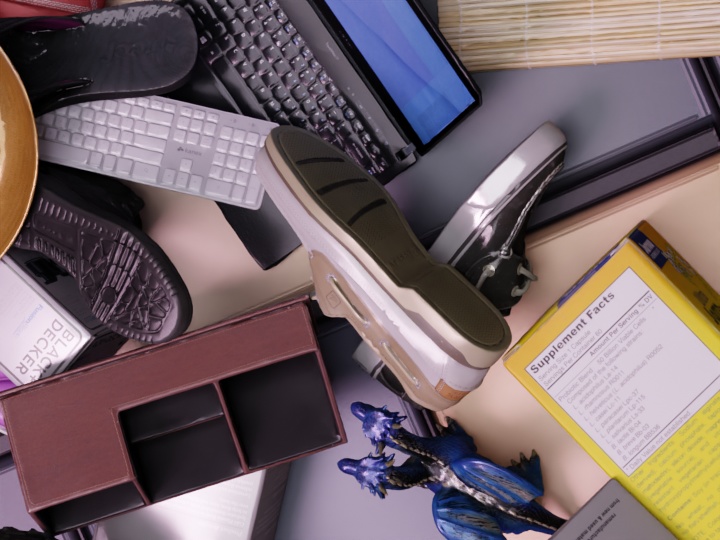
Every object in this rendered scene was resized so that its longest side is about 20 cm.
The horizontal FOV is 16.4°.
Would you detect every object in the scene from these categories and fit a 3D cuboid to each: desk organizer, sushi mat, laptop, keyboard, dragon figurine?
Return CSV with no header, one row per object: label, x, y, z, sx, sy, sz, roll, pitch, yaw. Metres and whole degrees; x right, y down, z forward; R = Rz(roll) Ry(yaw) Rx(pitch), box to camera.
desk organizer,-0.112,0.090,1.513,0.199,0.072,0.077,-18,70,-2
sushi mat,0.144,-0.174,1.536,0.199,0.012,0.096,-3,95,13
laptop,-0.043,-0.121,1.537,0.200,0.103,0.178,-35,88,14
keyboard,-0.152,-0.086,1.552,0.199,0.011,0.057,13,72,6
dragon figurine,0.077,0.140,1.543,0.199,0.099,0.059,29,102,3

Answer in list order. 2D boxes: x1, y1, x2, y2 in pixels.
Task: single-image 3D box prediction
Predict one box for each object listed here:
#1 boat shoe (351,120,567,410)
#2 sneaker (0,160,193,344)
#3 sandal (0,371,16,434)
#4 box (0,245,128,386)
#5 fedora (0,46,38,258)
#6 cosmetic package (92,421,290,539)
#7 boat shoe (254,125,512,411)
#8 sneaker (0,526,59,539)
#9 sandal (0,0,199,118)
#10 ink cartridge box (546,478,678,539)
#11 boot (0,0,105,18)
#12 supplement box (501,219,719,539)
boat shoe,0.076,-0.002,1.547,0.064,0.071,0.200,38,111,6
sneaker,-0.158,-0.023,1.549,0.199,0.104,0.060,34,108,24
sandal,-0.251,0.069,1.634,0.202,0.050,0.083,18,100,10
box,-0.239,-0.012,1.587,0.200,0.117,0.060,42,104,4
fedora,-0.292,-0.067,1.489,0.199,0.082,0.202,3,100,15
cosmetic package,-0.115,0.184,1.601,0.106,0.090,0.201,17,103,10
boat shoe,0.000,0.000,1.499,0.200,0.075,0.068,48,124,18
sneaker,-0.165,0.224,1.508,0.200,0.074,0.079,33,116,-24
sandal,-0.200,-0.130,1.536,0.199,0.048,0.076,-15,76,-1
ink cartridge box,0.171,0.245,1.475,0.200,0.083,0.147,44,141,10
boot,-0.260,-0.158,1.600,0.199,0.072,0.145,5,99,8
supplement box,0.197,0.081,1.506,0.109,0.110,0.200,-44,87,13
